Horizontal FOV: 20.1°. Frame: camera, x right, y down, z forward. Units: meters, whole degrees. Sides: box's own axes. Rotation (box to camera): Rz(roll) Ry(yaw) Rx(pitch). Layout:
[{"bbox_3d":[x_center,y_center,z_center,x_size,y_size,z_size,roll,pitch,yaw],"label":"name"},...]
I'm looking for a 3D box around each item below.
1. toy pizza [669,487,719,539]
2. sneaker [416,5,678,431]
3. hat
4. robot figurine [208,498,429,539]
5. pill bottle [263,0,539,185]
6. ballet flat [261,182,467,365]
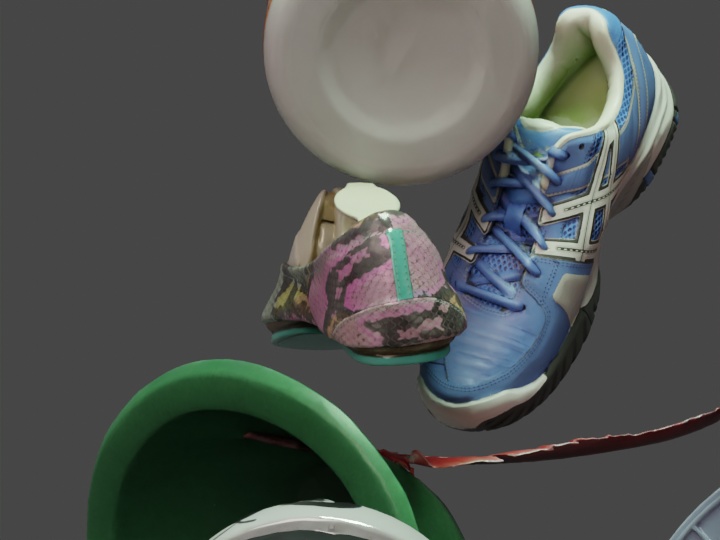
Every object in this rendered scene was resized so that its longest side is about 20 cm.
[{"bbox_3d":[0.179,0.156,0.699,0.200,0.032,0.201,-10,73,34],"label":"toy pizza"},{"bbox_3d":[0.071,-0.025,0.876,0.076,0.077,0.200,11,65,29],"label":"sneaker"},{"bbox_3d":[0.017,0.108,0.838,0.200,0.176,0.166,19,110,35],"label":"hat"},{"bbox_3d":[-0.019,0.152,0.636,0.150,0.125,0.200,15,22,1],"label":"robot figurine"},{"bbox_3d":[0.014,-0.117,0.899,0.113,0.113,0.200,-26,18,7],"label":"pill bottle"},{"bbox_3d":[0.000,0.000,0.830,0.069,0.200,0.071,-3,90,-10],"label":"ballet flat"}]
